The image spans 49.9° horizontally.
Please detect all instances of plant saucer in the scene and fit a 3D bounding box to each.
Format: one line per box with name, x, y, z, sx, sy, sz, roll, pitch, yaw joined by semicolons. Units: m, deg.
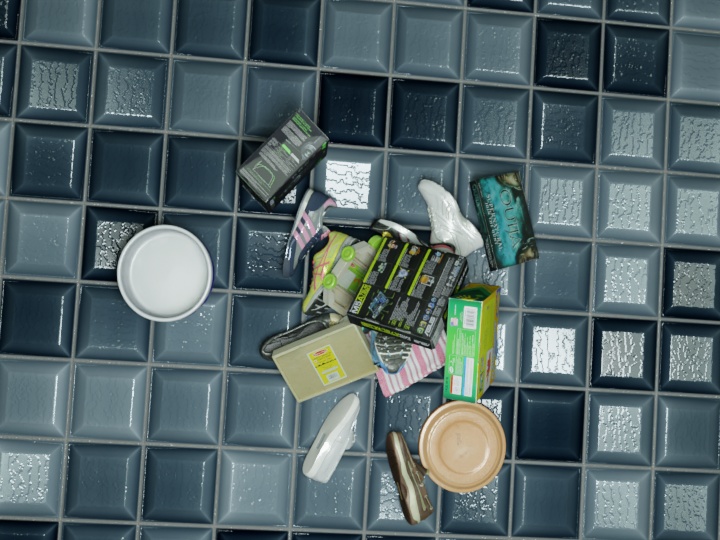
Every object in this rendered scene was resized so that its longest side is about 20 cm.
plant saucer;0.226;0.390;1.714;0.196;0.032;0.205;0;87;-5

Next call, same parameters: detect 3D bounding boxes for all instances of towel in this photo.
towel;0.098;0.165;1.651;0.199;0.030;0.148;-34;75;29

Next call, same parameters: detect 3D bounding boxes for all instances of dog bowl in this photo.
dog bowl;-0.412;0.007;1.654;0.196;0.079;0.204;0;88;-4

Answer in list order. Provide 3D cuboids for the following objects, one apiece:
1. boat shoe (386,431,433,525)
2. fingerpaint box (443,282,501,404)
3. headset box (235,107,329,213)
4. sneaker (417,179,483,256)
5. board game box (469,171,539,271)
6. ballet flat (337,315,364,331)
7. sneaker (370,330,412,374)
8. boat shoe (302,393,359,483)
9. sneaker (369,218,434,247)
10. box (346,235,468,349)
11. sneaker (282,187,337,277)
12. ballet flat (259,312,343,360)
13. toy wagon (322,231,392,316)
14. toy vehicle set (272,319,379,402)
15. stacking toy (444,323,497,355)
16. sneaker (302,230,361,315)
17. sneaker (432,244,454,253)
boat shoe;0.112;0.444;1.689;0.074;0.075;0.206;-15;96;-17
fingerpaint box;0.224;0.140;1.554;0.072;0.166;0.204;6;102;22
headset box;-0.158;-0.232;1.637;0.093;0.174;0.200;44;84;-1
sneaker;0.181;-0.108;1.710;0.099;0.078;0.201;-39;90;-2
board game box;0.321;-0.111;1.716;0.133;0.028;0.204;-14;90;-31
ballet flat;-0.025;0.142;1.665;0.064;0.071;0.203;21;105;7
sneaker;0.060;0.165;1.576;0.077;0.200;0.092;3;109;-5
boat shoe;-0.048;0.367;1.678;0.068;0.072;0.202;33;78;-24
sneaker;0.102;-0.039;1.699;0.198;0.080;0.087;32;90;0
box;0.096;0.040;1.560;0.190;0.048;0.202;14;62;26
sneaker;-0.111;-0.074;1.685;0.081;0.070;0.203;18;87;1
ballet flat;-0.125;0.149;1.682;0.197;0.057;0.067;-24;91;-5
toy wagon;0.000;0.000;1.658;0.039;0.155;0.202;32;87;37
toy vehicle set;-0.072;0.191;1.636;0.197;0.027;0.126;-22;110;13
stacking toy;0.201;0.141;1.696;0.196;0.116;0.112;1;93;7
sneaker;-0.075;0.004;1.692;0.090;0.078;0.202;35;96;31
sneaker;0.118;0.025;1.645;0.199;0.087;0.074;-38;114;15
